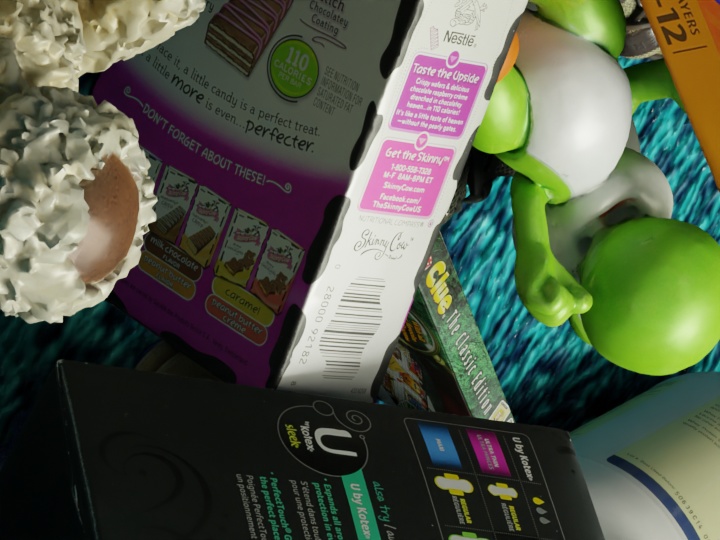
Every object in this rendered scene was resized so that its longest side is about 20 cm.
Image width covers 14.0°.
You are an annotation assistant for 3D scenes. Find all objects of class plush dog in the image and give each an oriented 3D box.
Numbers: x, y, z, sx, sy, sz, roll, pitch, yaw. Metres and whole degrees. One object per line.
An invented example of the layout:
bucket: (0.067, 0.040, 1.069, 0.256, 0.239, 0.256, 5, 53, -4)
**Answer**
plush dog: (-0.144, -0.096, 0.871, 0.172, 0.160, 0.201, 60, 34, -41)

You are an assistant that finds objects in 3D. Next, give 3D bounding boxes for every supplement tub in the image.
supplement tub: (0.158, 0.135, 1.483, 0.200, 0.145, 0.146, -23, 133, -47)

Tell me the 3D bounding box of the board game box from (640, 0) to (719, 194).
board game box: (0.230, -0.143, 1.063, 0.200, 0.199, 0.201, -43, 115, -44)

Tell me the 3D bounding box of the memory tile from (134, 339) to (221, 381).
memory tile: (-0.062, 0.110, 1.137, 0.154, 0.017, 0.200, -57, 150, 1)

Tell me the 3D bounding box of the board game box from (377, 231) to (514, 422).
board game box: (0.000, 0.000, 1.168, 0.023, 0.105, 0.200, -47, 148, -16)

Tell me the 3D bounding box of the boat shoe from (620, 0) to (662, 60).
boat shoe: (0.121, -0.125, 1.266, 0.200, 0.073, 0.065, 4, 70, -58)

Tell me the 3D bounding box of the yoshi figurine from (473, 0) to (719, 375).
yoshi figurine: (0.092, -0.036, 1.107, 0.112, 0.112, 0.200, -82, 155, -43)

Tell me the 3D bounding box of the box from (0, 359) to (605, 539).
box: (-0.027, 0.133, 1.001, 0.199, 0.125, 0.149, 9, 132, -27)

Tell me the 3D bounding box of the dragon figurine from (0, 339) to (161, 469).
dragon figurine: (-0.061, 0.064, 1.170, 0.200, 0.059, 0.100, -28, 139, -39)

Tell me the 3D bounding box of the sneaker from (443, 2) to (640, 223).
sneaker: (0.045, -0.057, 1.224, 0.114, 0.076, 0.199, -56, 147, -5)

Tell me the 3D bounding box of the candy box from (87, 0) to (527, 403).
candy box: (-0.024, -0.069, 1.037, 0.061, 0.136, 0.201, 4, 112, -49)
